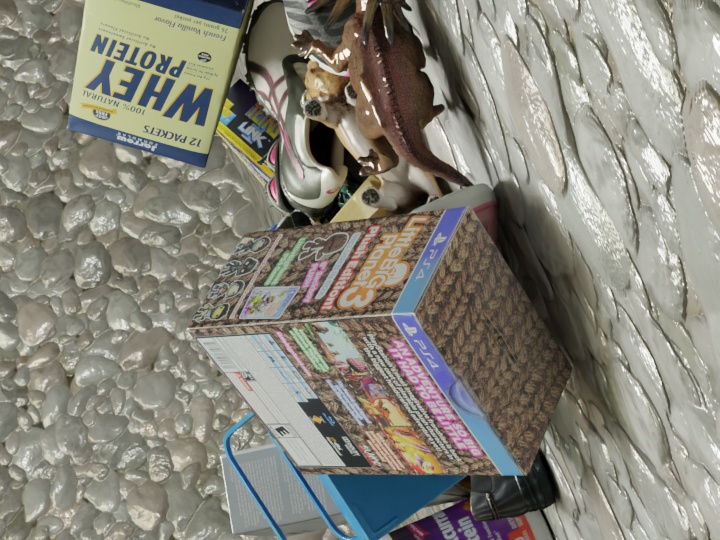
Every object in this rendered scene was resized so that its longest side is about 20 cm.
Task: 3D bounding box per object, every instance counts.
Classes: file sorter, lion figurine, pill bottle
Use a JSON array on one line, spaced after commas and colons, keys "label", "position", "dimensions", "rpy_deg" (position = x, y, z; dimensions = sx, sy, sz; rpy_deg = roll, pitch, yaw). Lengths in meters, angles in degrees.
[{"label": "file sorter", "position": [0.012, 0.128, 1.353], "dimensions": [0.139, 0.200, 0.123], "rpy_deg": [56, 141, 6]}, {"label": "lion figurine", "position": [0.014, -0.104, 1.389], "dimensions": [0.201, 0.072, 0.122], "rpy_deg": [63, -170, -2]}, {"label": "pill bottle", "position": [0.077, 0.280, 1.563], "dimensions": [0.111, 0.199, 0.112], "rpy_deg": [157, 90, -83]}]

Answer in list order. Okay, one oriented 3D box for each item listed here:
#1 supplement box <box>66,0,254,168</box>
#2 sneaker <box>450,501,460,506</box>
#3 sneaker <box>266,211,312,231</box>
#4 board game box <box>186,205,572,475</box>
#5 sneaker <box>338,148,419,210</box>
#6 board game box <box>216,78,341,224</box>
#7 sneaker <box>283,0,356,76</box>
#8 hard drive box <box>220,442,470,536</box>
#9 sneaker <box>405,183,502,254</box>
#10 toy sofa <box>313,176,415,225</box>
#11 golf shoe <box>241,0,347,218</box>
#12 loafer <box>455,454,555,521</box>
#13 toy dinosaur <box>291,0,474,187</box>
[{"label": "supplement box", "position": [-0.165, -0.242, 1.525], "dimensions": [0.200, 0.133, 0.201], "rpy_deg": [111, 173, -50]}, {"label": "sneaker", "position": [0.077, 0.153, 1.695], "dimensions": [0.100, 0.075, 0.201], "rpy_deg": [-144, 33, -76]}, {"label": "sneaker", "position": [-0.071, 0.004, 1.546], "dimensions": [0.200, 0.089, 0.079], "rpy_deg": [71, 175, -79]}, {"label": "board game box", "position": [0.013, 0.053, 1.157], "dimensions": [0.199, 0.097, 0.160], "rpy_deg": [-5, 133, 38]}, {"label": "sneaker", "position": [0.006, -0.048, 1.515], "dimensions": [0.074, 0.087, 0.201], "rpy_deg": [36, 154, 45]}, {"label": "board game box", "position": [-0.045, -0.076, 1.637], "dimensions": [0.165, 0.057, 0.200], "rpy_deg": [43, 176, 39]}, {"label": "sneaker", "position": [-0.037, -0.244, 1.314], "dimensions": [0.088, 0.073, 0.201], "rpy_deg": [67, -177, -67]}, {"label": "hard drive box", "position": [-0.008, 0.191, 1.576], "dimensions": [0.156, 0.199, 0.077], "rpy_deg": [30, -132, -73]}, {"label": "sneaker", "position": [0.078, 0.008, 1.212], "dimensions": [0.200, 0.075, 0.105], "rpy_deg": [77, 170, -78]}, {"label": "toy sofa", "position": [0.000, 0.000, 1.360], "dimensions": [0.097, 0.083, 0.200], "rpy_deg": [41, -159, 0]}, {"label": "golf shoe", "position": [-0.046, -0.149, 1.474], "dimensions": [0.088, 0.077, 0.201], "rpy_deg": [-30, 67, 55]}, {"label": "loafer", "position": [0.106, 0.161, 1.496], "dimensions": [0.200, 0.072, 0.073], "rpy_deg": [-131, 18, -74]}, {"label": "toy dinosaur", "position": [0.017, -0.139, 1.173], "dimensions": [0.136, 0.085, 0.201], "rpy_deg": [122, 124, -80]}]
